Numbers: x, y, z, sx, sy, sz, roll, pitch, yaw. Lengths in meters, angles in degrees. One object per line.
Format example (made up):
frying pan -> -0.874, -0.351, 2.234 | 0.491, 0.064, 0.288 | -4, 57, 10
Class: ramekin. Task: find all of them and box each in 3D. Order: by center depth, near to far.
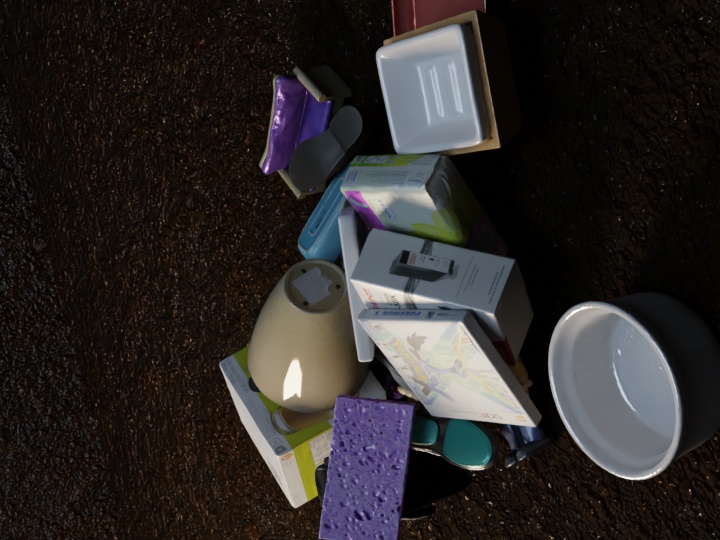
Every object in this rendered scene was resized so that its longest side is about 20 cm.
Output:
ramekin -> 0.310, 0.120, 1.240 | 0.200, 0.097, 0.201 | 32, 129, 49

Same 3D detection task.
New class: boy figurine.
boy figurine -> 0.188, 0.155, 1.496 | 0.201, 0.064, 0.124 | 65, 152, 10

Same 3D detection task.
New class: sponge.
sponge -> 0.010, 0.277, 1.550 | 0.030, 0.111, 0.201 | 11, -94, -80

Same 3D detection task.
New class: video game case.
video game case -> 0.112, 0.123, 1.423 | 0.182, 0.022, 0.200 | -1, 135, 46
video game case -> 0.000, 0.000, 1.531 | 0.182, 0.024, 0.201 | -78, -19, -73

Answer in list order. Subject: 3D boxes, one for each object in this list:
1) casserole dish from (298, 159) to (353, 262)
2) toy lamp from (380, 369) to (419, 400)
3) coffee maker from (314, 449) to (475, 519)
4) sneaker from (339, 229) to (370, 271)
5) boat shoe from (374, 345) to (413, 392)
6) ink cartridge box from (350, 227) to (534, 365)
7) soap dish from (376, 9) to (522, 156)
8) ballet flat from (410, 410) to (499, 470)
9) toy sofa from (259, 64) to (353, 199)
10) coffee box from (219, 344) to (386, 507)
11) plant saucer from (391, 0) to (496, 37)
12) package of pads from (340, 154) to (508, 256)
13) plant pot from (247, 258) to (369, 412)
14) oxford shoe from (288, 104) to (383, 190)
casserole dish -> -0.035, -0.087, 1.665 | 0.200, 0.039, 0.121 | -59, 20, 4
toy lamp -> 0.105, 0.190, 1.660 | 0.200, 0.058, 0.058 | 20, 121, 58
coffee maker -> 0.054, 0.294, 1.648 | 0.135, 0.199, 0.192 | 61, 147, 21
sneaker -> 0.031, -0.004, 1.673 | 0.200, 0.070, 0.109 | 59, 142, 38
boat shoe -> 0.066, 0.106, 1.661 | 0.200, 0.074, 0.093 | 32, 137, 51
ink cartridge box -> 0.104, 0.034, 1.420 | 0.199, 0.083, 0.147 | 13, 154, 26
soap dish -> 0.108, -0.221, 1.362 | 0.200, 0.081, 0.158 | 0, 104, 59
ballet flat -> 0.128, 0.230, 1.545 | 0.200, 0.073, 0.073 | 8, 111, 47
toy sofa -> -0.087, -0.214, 1.748 | 0.083, 0.097, 0.200 | 51, 142, 35
coffee box -> -0.081, 0.217, 1.791 | 0.200, 0.197, 0.200 | 53, 165, 32
plant saucer -> 0.110, -0.323, 1.427 | 0.199, 0.037, 0.201 | 22, 123, 54
package of pads -> 0.086, -0.063, 1.439 | 0.154, 0.068, 0.200 | 4, 144, 43
plant pot -> -0.071, 0.077, 1.624 | 0.188, 0.187, 0.200 | 57, 158, 27
oxford shoe -> -0.035, -0.181, 1.679 | 0.200, 0.071, 0.072 | -34, 79, 43
